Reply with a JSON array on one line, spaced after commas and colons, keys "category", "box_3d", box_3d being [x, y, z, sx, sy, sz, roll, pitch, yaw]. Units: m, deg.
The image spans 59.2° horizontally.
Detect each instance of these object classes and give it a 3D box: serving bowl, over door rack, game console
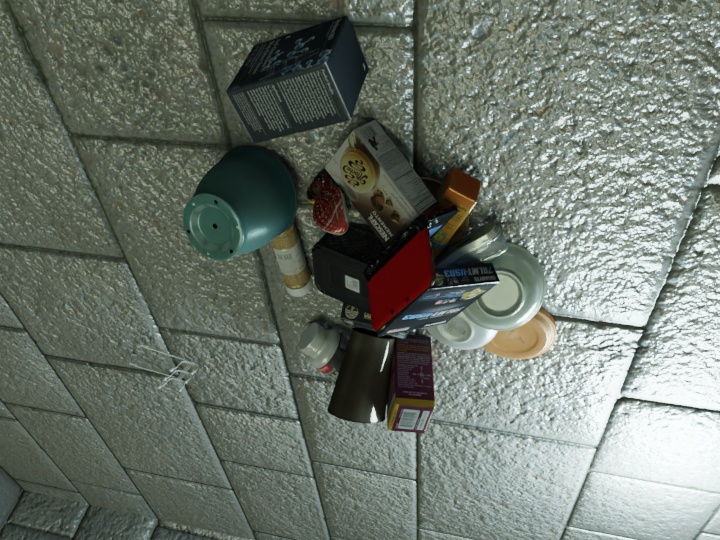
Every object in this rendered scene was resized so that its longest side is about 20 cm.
[{"category": "serving bowl", "box_3d": [0.223, 0.111, 1.458, 0.194, 0.066, 0.204, 14, 133, 16]}, {"category": "over door rack", "box_3d": [-0.620, 0.301, 1.967, 0.197, 0.068, 0.148, 31, 136, -15]}, {"category": "game console", "box_3d": [0.101, -0.005, 1.164, 0.121, 0.170, 0.200, 58, 136, 11]}]

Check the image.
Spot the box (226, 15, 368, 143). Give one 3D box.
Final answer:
[{"category": "box", "box_3d": [-0.103, -0.321, 1.075, 0.194, 0.151, 0.108, -7, 134, 24]}]

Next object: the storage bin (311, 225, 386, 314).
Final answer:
[{"category": "storage bin", "box_3d": [0.000, 0.000, 1.371, 0.196, 0.094, 0.138, 22, 137, 25]}]

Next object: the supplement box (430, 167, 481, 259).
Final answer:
[{"category": "supplement box", "box_3d": [0.159, -0.102, 1.241, 0.065, 0.070, 0.201, 24, 140, -5]}]

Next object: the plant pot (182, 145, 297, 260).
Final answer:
[{"category": "plant pot", "box_3d": [-0.250, -0.122, 1.262, 0.194, 0.189, 0.206, 9, 119, 17]}]

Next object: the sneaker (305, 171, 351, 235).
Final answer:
[{"category": "sneaker", "box_3d": [-0.047, -0.127, 1.246, 0.081, 0.202, 0.078, 33, 109, -27]}]

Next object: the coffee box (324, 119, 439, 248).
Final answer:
[{"category": "coffee box", "box_3d": [0.040, -0.160, 1.190, 0.202, 0.079, 0.113, 52, 135, 3]}]

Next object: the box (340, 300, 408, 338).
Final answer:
[{"category": "box", "box_3d": [0.037, 0.116, 1.495, 0.156, 0.051, 0.200, 11, 171, 3]}]

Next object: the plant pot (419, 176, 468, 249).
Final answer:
[{"category": "plant pot", "box_3d": [0.126, -0.117, 1.305, 0.194, 0.028, 0.203, 9, 137, 8]}]

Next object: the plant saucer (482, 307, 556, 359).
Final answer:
[{"category": "plant saucer", "box_3d": [0.363, 0.148, 1.501, 0.194, 0.033, 0.203, 10, 138, 8]}]

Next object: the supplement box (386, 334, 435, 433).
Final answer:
[{"category": "supplement box", "box_3d": [0.123, 0.282, 1.587, 0.100, 0.204, 0.133, 5, 140, -4]}]

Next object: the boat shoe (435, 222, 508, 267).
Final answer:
[{"category": "boat shoe", "box_3d": [0.213, -0.021, 1.298, 0.199, 0.070, 0.072, -32, 106, 36]}]

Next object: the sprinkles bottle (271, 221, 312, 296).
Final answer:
[{"category": "sprinkles bottle", "box_3d": [-0.161, -0.032, 1.460, 0.066, 0.069, 0.203, 3, 136, 15]}]

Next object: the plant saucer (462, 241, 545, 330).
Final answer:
[{"category": "plant saucer", "box_3d": [0.293, 0.042, 1.340, 0.193, 0.050, 0.206, 4, 111, 10]}]

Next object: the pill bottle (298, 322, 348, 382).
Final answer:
[{"category": "pill bottle", "box_3d": [-0.065, 0.226, 1.666, 0.199, 0.113, 0.110, 39, 134, -23]}]

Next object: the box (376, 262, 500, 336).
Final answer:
[{"category": "box", "box_3d": [0.150, 0.059, 1.280, 0.195, 0.051, 0.199, -5, 151, -35]}]

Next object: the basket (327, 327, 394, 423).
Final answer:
[{"category": "basket", "box_3d": [0.010, 0.255, 1.568, 0.133, 0.207, 0.178, 13, -177, 36]}]
